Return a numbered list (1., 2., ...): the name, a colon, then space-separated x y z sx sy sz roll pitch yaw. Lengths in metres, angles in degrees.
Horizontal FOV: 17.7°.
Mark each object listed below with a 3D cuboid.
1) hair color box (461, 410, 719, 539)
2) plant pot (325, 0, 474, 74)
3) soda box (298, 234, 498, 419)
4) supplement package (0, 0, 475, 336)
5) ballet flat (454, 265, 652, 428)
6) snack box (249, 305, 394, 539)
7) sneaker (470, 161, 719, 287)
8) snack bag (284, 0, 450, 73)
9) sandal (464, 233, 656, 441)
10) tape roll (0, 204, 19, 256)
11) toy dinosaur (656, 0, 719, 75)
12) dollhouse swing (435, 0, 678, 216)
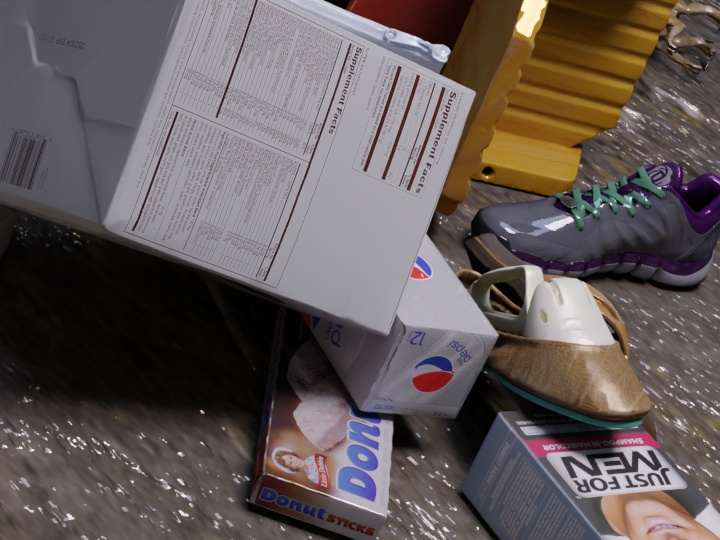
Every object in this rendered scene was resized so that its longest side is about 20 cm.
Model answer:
1. hair color box: 0.152 0.159 1.247 0.099 0.061 0.200 -1 38 -38
2. plant pot: 0.012 -0.244 1.691 0.176 0.200 0.200 10 31 -45
3. soda box: 0.000 0.000 1.342 0.068 0.064 0.200 7 32 -33
4. supplement package: -0.087 -0.075 1.256 0.200 0.147 0.191 21 -2 -39
5. ballet flat: 0.100 0.035 1.323 0.068 0.073 0.200 3 8 -26
6. snack box: -0.018 0.077 1.292 0.072 0.024 0.200 21 28 -9
7. sneaker: 0.168 -0.044 1.568 0.200 0.088 0.074 3 35 -34
8. snack bag: -0.055 -0.120 1.432 0.188 0.200 0.021 23 57 -2
9. sandal: 0.129 0.037 1.410 0.055 0.082 0.200 -26 39 -10
10. tape roll: -0.288 -0.061 1.304 0.202 0.037 0.203 18 30 -11
11. toy dinosaur: 0.260 -0.217 1.957 0.101 0.058 0.200 28 29 9
12. dollhouse swing: 0.139 -0.128 1.568 0.181 0.200 0.176 12 30 -21
